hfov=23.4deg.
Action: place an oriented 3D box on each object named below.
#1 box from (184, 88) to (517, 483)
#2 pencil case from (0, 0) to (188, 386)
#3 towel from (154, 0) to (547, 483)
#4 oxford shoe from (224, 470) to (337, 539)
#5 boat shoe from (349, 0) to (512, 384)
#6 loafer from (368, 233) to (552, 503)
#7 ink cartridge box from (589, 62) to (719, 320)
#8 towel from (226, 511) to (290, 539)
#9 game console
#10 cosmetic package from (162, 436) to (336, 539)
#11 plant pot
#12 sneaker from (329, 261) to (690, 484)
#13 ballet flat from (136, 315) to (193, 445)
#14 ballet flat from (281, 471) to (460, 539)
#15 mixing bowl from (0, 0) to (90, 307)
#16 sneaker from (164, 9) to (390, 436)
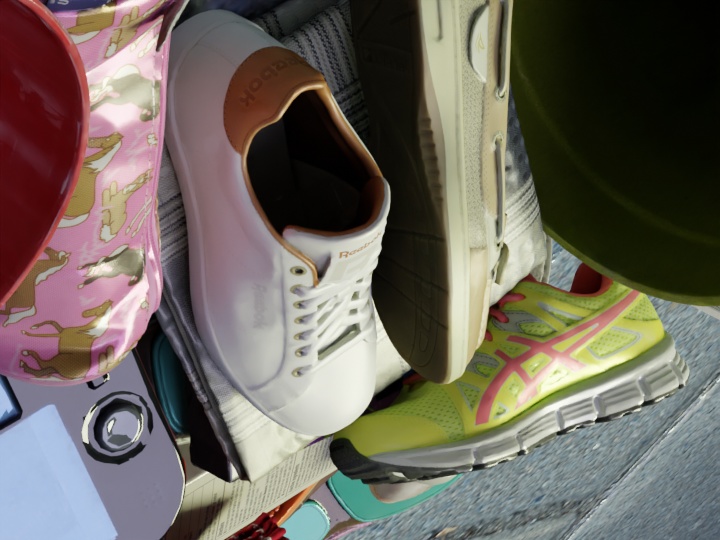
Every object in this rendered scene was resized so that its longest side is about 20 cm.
[{"bbox_3d":[0.000,0.000,0.833,0.199,0.036,0.144,-23,120,-39],"label":"box"},{"bbox_3d":[-0.106,-0.047,0.589,0.083,0.086,0.201,-34,153,-33],"label":"pencil case"},{"bbox_3d":[-0.010,-0.030,0.758,0.200,0.034,0.193,-36,130,-22],"label":"towel"},{"bbox_3d":[-0.056,0.120,1.003,0.199,0.071,0.073,-34,162,-17],"label":"oxford shoe"},{"bbox_3d":[0.038,-0.049,0.717,0.063,0.073,0.202,-18,115,-27],"label":"boat shoe"},{"bbox_3d":[0.048,0.040,0.960,0.063,0.072,0.201,-50,-169,52],"label":"loafer"},{"bbox_3d":[0.168,-0.049,0.927,0.067,0.199,0.116,-55,165,-27],"label":"ink cartridge box"},{"bbox_3d":[-0.129,0.174,0.818,0.144,0.023,0.200,-37,169,23],"label":"towel"},{"bbox_3d":[-0.175,0.081,0.694,0.199,0.031,0.178,-32,125,-21],"label":"game console"},{"bbox_3d":[-0.089,0.094,0.898,0.199,0.071,0.105,-28,155,-27],"label":"cosmetic package"},{"bbox_3d":[0.176,-0.120,0.805,0.193,0.200,0.201,-40,160,-31],"label":"plant pot"},{"bbox_3d":[0.065,0.045,0.848,0.199,0.091,0.078,-18,180,-31],"label":"sneaker"},{"bbox_3d":[-0.113,0.054,0.813,0.199,0.063,0.068,-19,109,-42],"label":"ballet flat"},{"bbox_3d":[-0.023,0.135,1.082,0.199,0.071,0.069,-33,121,-1],"label":"ballet flat"},{"bbox_3d":[-0.186,-0.036,0.468,0.200,0.108,0.201,-33,155,-18],"label":"mixing bowl"},{"bbox_3d":[-0.023,0.000,0.681,0.073,0.084,0.201,-37,132,-23],"label":"sneaker"}]
